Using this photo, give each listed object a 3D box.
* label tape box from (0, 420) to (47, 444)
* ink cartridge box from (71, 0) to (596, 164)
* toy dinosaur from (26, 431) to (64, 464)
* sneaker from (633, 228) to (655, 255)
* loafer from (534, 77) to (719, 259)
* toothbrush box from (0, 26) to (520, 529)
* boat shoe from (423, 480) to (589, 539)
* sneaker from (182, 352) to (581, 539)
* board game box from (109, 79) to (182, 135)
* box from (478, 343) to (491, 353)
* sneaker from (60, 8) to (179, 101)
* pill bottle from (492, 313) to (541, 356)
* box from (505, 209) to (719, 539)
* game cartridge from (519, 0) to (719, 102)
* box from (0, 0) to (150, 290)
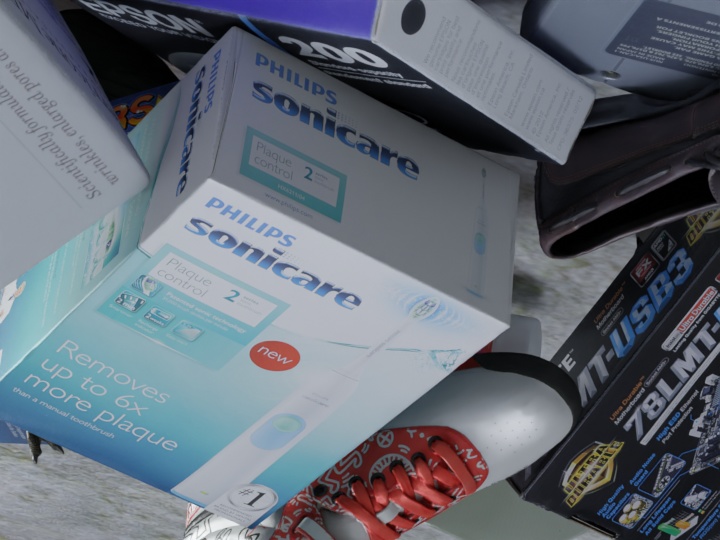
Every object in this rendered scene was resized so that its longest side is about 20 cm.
[{"bbox_3d":[-0.168,0.039,1.467,0.199,0.066,0.143,0,151,9],"label":"label tape box"},{"bbox_3d":[-0.035,-0.108,1.097,0.197,0.044,0.200,14,168,40],"label":"ink cartridge box"},{"bbox_3d":[-0.145,0.057,1.278,0.199,0.048,0.088,18,152,42],"label":"toy dinosaur"},{"bbox_3d":[0.194,0.024,1.391,0.080,0.075,0.200,-2,160,38],"label":"sneaker"},{"bbox_3d":[0.151,-0.041,1.100,0.072,0.063,0.199,24,159,-39],"label":"loafer"},{"bbox_3d":[-0.048,0.009,1.122,0.146,0.086,0.200,27,137,-24],"label":"toothbrush box"},{"bbox_3d":[0.027,0.086,1.342,0.200,0.070,0.072,11,-154,-15],"label":"boat shoe"},{"bbox_3d":[0.005,0.109,1.215,0.200,0.108,0.067,-16,126,26],"label":"sneaker"},{"bbox_3d":[-0.065,-0.002,1.208,0.135,0.035,0.200,-14,137,26],"label":"board game box"},{"bbox_3d":[0.000,0.000,1.371,0.102,0.095,0.200,5,162,17],"label":"box"},{"bbox_3d":[-0.109,-0.076,1.228,0.199,0.091,0.076,26,127,-20],"label":"sneaker"},{"bbox_3d":[0.000,0.055,1.552,0.199,0.113,0.112,8,164,11],"label":"pill bottle"},{"bbox_3d":[0.189,0.053,1.306,0.198,0.200,0.050,25,-163,-39],"label":"box"},{"bbox_3d":[0.170,-0.095,1.080,0.199,0.042,0.133,13,168,-7],"label":"game cartridge"},{"bbox_3d":[-0.224,-0.069,1.031,0.200,0.131,0.199,-34,139,4],"label":"box"}]
